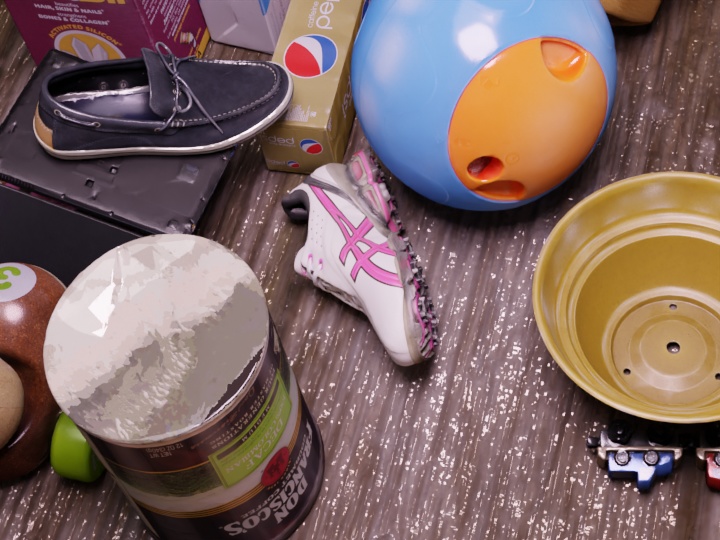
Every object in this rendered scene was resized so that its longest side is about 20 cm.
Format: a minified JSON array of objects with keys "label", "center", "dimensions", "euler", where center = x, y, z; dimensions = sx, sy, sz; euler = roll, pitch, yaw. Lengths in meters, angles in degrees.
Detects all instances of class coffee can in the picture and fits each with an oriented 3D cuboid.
[{"label":"coffee can","center":[-0.112,0.091,0.966],"dimensions":[0.144,0.201,0.148],"euler":[-5,58,8]}]

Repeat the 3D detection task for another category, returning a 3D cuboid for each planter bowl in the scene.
[{"label":"planter bowl","center":[0.220,0.035,1.007],"dimensions":[0.197,0.084,0.203],"euler":[-4,56,6]}]

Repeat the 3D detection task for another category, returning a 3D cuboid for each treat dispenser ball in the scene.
[{"label":"treat dispenser ball","center":[0.091,-0.146,1.074],"dimensions":[0.198,0.202,0.203],"euler":[-5,58,7]}]

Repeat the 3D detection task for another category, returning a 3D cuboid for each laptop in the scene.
[{"label":"laptop","center":[-0.201,-0.043,1.114],"dimensions":[0.175,0.104,0.202],"euler":[19,59,7]}]

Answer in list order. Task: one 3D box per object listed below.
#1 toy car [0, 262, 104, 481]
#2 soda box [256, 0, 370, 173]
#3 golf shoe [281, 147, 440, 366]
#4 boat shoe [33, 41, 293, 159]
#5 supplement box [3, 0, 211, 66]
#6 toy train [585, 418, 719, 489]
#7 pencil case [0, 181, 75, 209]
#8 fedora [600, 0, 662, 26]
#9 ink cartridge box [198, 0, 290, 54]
[{"label":"toy car","center":[-0.271,0.070,0.991],"dimensions":[0.162,0.200,0.160],"euler":[9,88,11]},{"label":"soda box","center":[-0.030,-0.179,1.196],"dimensions":[0.063,0.068,0.202],"euler":[7,60,14]},{"label":"golf shoe","center":[0.000,0.000,1.083],"dimensions":[0.091,0.073,0.201],"euler":[-23,47,3]},{"label":"boat shoe","center":[-0.145,-0.129,1.074],"dimensions":[0.197,0.063,0.075],"euler":[-8,57,-10]},{"label":"supplement box","center":[-0.213,-0.236,1.187],"dimensions":[0.129,0.201,0.104],"euler":[8,60,16]},{"label":"toy train","center":[0.252,0.128,0.979],"dimensions":[0.197,0.034,0.047],"euler":[0,72,10]},{"label":"pencil case","center":[-0.222,-0.086,1.168],"dimensions":[0.197,0.087,0.084],"euler":[-7,101,6]},{"label":"fedora","center":[0.186,-0.246,1.160],"dimensions":[0.198,0.200,0.083],"euler":[13,94,18]},{"label":"ink cartridge box","center":[-0.075,-0.306,1.253],"dimensions":[0.067,0.117,0.202],"euler":[13,62,17]}]
